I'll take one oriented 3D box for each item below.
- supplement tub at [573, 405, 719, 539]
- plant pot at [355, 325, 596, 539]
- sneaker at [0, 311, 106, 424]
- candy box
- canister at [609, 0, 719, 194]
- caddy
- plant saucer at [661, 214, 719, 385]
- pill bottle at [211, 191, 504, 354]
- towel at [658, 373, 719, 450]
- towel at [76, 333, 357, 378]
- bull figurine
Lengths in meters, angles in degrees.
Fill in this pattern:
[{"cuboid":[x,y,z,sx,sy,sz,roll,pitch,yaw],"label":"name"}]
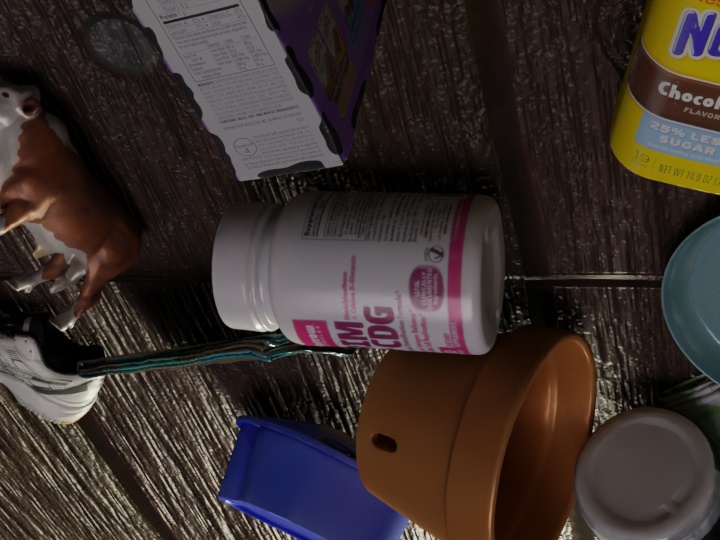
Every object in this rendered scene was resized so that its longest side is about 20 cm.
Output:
[{"cuboid":[0.262,0.209,1.049,0.121,0.124,0.200,-6,146,24],"label":"supplement tub"},{"cuboid":[0.089,0.132,0.989,0.139,0.201,0.201,14,145,30],"label":"plant pot"},{"cuboid":[-0.325,0.061,1.134,0.199,0.076,0.088,27,125,-20],"label":"sneaker"},{"cuboid":[-0.060,-0.180,0.658,0.071,0.169,0.201,-8,136,24],"label":"candy box"},{"cuboid":[0.227,-0.135,0.686,0.147,0.087,0.201,11,143,5],"label":"canister"},{"cuboid":[-0.038,0.202,1.172,0.199,0.106,0.141,30,163,-18],"label":"caddy"},{"cuboid":[0.314,0.025,0.870,0.198,0.028,0.201,18,137,17],"label":"plant saucer"},{"cuboid":[0.000,0.000,0.901,0.198,0.114,0.114,2,140,16],"label":"pill bottle"},{"cuboid":[0.359,0.110,0.984,0.149,0.031,0.199,34,138,-21],"label":"towel"},{"cuboid":[-0.118,0.073,1.039,0.198,0.022,0.146,-9,174,29],"label":"towel"},{"cuboid":[-0.241,-0.047,0.933,0.065,0.122,0.200,31,166,43],"label":"bull figurine"}]
